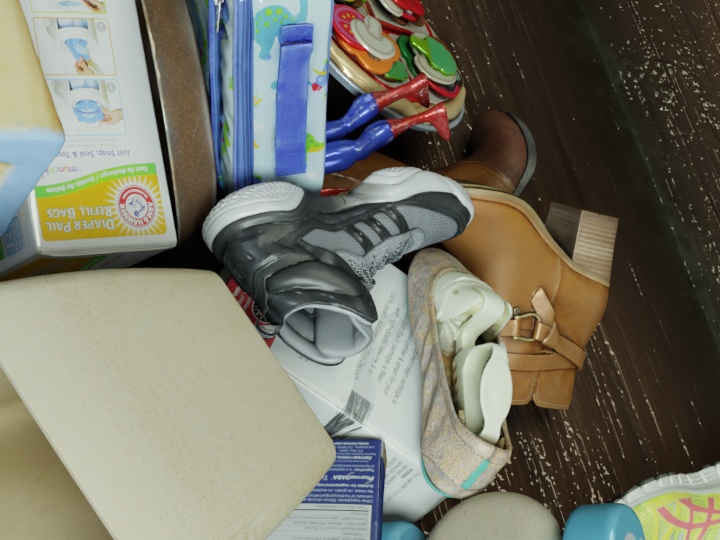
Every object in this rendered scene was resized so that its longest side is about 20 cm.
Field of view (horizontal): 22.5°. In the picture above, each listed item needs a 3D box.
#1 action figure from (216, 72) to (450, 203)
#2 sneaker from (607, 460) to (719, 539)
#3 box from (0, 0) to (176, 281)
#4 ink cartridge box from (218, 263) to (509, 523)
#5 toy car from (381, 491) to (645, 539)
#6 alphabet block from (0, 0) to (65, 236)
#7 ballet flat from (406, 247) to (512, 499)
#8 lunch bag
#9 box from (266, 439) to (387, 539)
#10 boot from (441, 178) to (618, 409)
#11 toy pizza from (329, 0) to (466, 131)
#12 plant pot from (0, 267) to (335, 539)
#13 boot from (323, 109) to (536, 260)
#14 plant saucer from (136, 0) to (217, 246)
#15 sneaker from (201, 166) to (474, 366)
[{"bbox_3d":[-0.036,-0.081,1.298,0.199,0.052,0.066,-19,51,-9],"label":"action figure"},{"bbox_3d":[0.229,0.198,1.310,0.199,0.078,0.091,-9,65,-40],"label":"sneaker"},{"bbox_3d":[-0.202,-0.096,1.162,0.101,0.112,0.201,-5,79,-37],"label":"box"},{"bbox_3d":[-0.013,0.063,1.233,0.200,0.084,0.145,35,43,-8],"label":"ink cartridge box"},{"bbox_3d":[0.110,0.257,1.146,0.200,0.183,0.178,49,41,-43],"label":"toy car"},{"bbox_3d":[-0.318,-0.106,1.068,0.196,0.195,0.201,-2,60,-39],"label":"alphabet block"},{"bbox_3d":[0.073,0.055,1.193,0.068,0.067,0.201,17,49,-27],"label":"ballet flat"},{"bbox_3d":[-0.069,-0.151,1.197,0.082,0.201,0.161,-9,43,-14],"label":"lunch bag"},{"bbox_3d":[-0.049,0.193,1.105,0.120,0.033,0.201,0,49,5],"label":"box"},{"bbox_3d":[0.093,0.018,1.316,0.199,0.074,0.156,12,94,-20],"label":"boot"},{"bbox_3d":[0.013,-0.192,1.404,0.200,0.032,0.201,34,31,-24],"label":"toy pizza"},{"bbox_3d":[-0.136,0.110,1.017,0.177,0.200,0.200,-26,74,-41],"label":"plant pot"},{"bbox_3d":[0.034,-0.075,1.409,0.199,0.069,0.189,15,54,-14],"label":"boot"},{"bbox_3d":[-0.126,-0.118,1.212,0.034,0.201,0.201,-10,60,-8],"label":"plant saucer"},{"bbox_3d":[0.000,0.000,1.180,0.199,0.076,0.114,-6,60,-31],"label":"sneaker"}]
